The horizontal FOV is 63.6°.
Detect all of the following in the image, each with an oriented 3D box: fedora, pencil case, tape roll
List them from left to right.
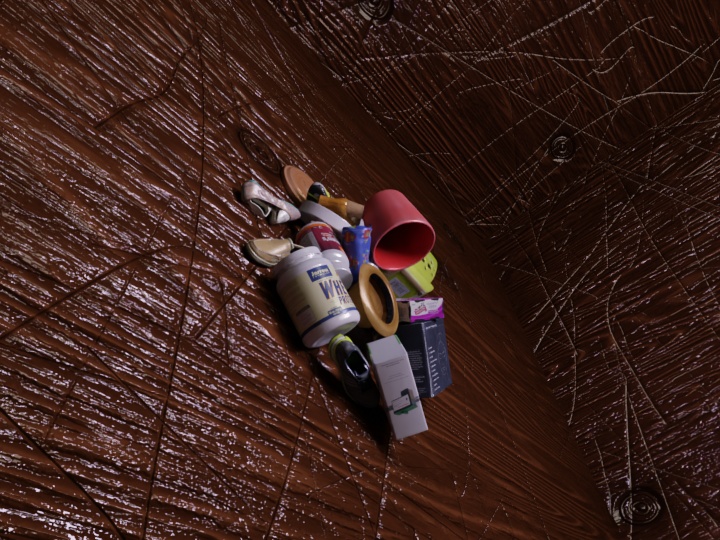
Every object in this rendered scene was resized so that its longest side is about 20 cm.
[{"bbox_3d":[-0.092,-0.128,1.669,0.202,0.037,0.203,30,-11,6],"label":"tape roll"},{"bbox_3d":[-0.008,-0.027,1.566,0.087,0.078,0.201,-25,117,-63],"label":"pencil case"},{"bbox_3d":[0.023,0.082,1.479,0.201,0.082,0.201,43,34,-39],"label":"fedora"}]

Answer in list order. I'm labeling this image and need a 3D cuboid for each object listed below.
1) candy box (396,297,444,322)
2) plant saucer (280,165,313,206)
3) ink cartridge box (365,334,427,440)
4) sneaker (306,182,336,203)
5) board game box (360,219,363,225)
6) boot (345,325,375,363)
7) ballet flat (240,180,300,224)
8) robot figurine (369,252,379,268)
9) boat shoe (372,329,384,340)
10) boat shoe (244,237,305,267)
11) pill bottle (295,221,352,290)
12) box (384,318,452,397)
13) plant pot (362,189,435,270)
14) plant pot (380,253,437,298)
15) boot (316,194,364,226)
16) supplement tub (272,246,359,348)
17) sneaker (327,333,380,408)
[{"bbox_3d":[0.115,0.109,1.627,0.136,0.200,0.061,-3,88,-41],"label":"candy box"},{"bbox_3d":[-0.174,-0.252,1.848,0.200,0.032,0.200,46,21,-23],"label":"plant saucer"},{"bbox_3d":[0.084,0.275,1.380,0.146,0.084,0.201,-121,-166,-76],"label":"ink cartridge box"},{"bbox_3d":[-0.109,-0.202,1.790,0.200,0.075,0.077,67,31,-50],"label":"sneaker"},{"bbox_3d":[-0.021,-0.110,1.891,0.126,0.035,0.200,16,35,-16],"label":"board game box"},{"bbox_3d":[-0.052,0.145,1.478,0.166,0.072,0.200,12,47,-46],"label":"boot"},{"bbox_3d":[-0.239,-0.161,1.529,0.200,0.068,0.067,29,51,-41],"label":"ballet flat"},{"bbox_3d":[0.000,0.000,1.720,0.200,0.113,0.170,-82,170,-60],"label":"robot figurine"},{"bbox_3d":[0.066,0.179,1.675,0.065,0.073,0.200,41,14,19],"label":"boat shoe"},{"bbox_3d":[-0.197,-0.053,1.411,0.072,0.076,0.200,61,21,16],"label":"boat shoe"},{"bbox_3d":[-0.094,-0.030,1.520,0.110,0.110,0.200,36,17,-42],"label":"pill bottle"},{"bbox_3d":[0.161,0.237,1.611,0.200,0.124,0.197,0,84,-67],"label":"box"},{"bbox_3d":[0.099,-0.130,1.714,0.200,0.200,0.178,33,26,-46],"label":"plant pot"},{"bbox_3d":[0.121,0.006,1.886,0.200,0.199,0.182,46,28,-25],"label":"plant pot"},{"bbox_3d":[-0.070,-0.158,1.740,0.144,0.201,0.071,14,62,0],"label":"boot"},{"bbox_3d":[-0.105,0.061,1.339,0.200,0.145,0.145,61,20,14],"label":"supplement tub"},{"bbox_3d":[-0.007,0.240,1.320,0.200,0.074,0.081,61,-17,-24],"label":"sneaker"}]
